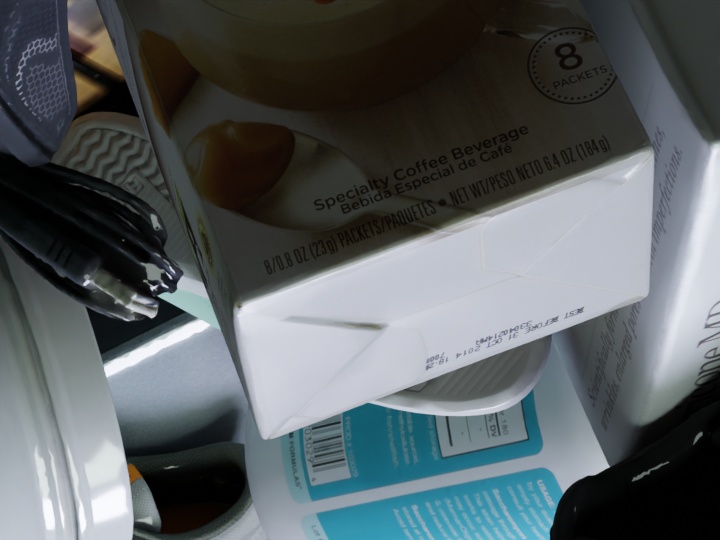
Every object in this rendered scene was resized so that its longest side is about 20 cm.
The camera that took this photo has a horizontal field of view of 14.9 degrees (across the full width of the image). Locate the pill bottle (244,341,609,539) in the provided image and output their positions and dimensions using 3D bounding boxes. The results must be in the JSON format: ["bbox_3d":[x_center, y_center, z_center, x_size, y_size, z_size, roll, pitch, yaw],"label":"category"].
[{"bbox_3d":[0.063,0.055,0.984,0.199,0.111,0.111,-14,162,37],"label":"pill bottle"}]

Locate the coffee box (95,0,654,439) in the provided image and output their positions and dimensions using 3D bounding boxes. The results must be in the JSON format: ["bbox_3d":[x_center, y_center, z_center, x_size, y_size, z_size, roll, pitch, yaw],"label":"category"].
[{"bbox_3d":[-0.011,-0.072,0.744,0.114,0.201,0.080,-20,151,-6],"label":"coffee box"}]

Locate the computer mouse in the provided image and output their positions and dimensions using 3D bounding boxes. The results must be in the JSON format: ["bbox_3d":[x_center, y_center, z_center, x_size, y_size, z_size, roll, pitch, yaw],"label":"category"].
[{"bbox_3d":[-0.118,-0.071,0.757,0.053,0.138,0.200,-40,150,-25],"label":"computer mouse"}]

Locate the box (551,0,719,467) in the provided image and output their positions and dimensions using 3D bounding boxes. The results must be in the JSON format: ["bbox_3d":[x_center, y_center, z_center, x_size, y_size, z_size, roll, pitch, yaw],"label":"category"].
[{"bbox_3d":[0.106,-0.082,0.816,0.130,0.201,0.199,-17,153,-12],"label":"box"}]

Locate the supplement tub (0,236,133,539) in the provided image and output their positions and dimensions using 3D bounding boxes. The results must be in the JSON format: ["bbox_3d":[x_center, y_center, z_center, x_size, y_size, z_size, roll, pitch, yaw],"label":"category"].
[{"bbox_3d":[-0.187,0.061,0.903,0.199,0.146,0.146,-16,152,-14],"label":"supplement tub"}]

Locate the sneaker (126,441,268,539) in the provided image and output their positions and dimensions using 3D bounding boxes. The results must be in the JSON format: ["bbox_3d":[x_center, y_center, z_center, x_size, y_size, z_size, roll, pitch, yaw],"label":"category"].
[{"bbox_3d":[-0.123,0.111,1.060,0.199,0.074,0.080,-17,143,-26],"label":"sneaker"}]

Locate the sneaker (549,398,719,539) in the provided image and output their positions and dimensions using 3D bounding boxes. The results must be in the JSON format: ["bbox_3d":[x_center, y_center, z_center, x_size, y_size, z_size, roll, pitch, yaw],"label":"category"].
[{"bbox_3d":[0.146,0.060,0.809,0.199,0.076,0.091,-28,149,1],"label":"sneaker"}]

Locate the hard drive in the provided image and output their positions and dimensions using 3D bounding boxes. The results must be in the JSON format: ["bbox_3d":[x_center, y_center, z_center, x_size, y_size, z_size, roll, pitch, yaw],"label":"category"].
[{"bbox_3d":[-0.087,0.054,1.087,0.199,0.033,0.140,-26,152,6],"label":"hard drive"}]

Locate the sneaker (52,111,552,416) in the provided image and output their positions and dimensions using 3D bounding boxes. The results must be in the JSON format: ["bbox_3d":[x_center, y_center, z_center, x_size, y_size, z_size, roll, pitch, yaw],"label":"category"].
[{"bbox_3d":[0.000,0.000,0.926,0.118,0.200,0.074,19,93,-57],"label":"sneaker"}]
